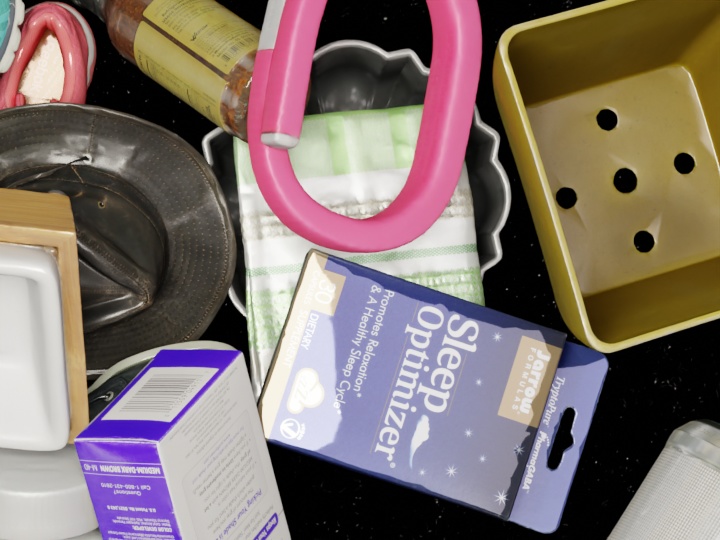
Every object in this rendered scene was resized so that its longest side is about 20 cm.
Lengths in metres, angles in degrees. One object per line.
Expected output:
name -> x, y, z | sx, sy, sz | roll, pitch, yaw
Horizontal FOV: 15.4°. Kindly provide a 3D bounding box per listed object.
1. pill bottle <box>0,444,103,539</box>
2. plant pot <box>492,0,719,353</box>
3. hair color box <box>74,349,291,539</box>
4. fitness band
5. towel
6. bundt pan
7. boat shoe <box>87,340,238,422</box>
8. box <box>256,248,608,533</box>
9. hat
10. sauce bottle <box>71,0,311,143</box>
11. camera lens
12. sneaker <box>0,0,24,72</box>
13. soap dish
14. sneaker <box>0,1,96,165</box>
pill bottle -> -0.197, 0.207, 1.581 | 0.109, 0.110, 0.200 | 3, 108, -3
plant pot -> 0.188, -0.065, 1.658 | 0.200, 0.176, 0.200 | -17, 88, -10
hair color box -> -0.096, 0.158, 1.575 | 0.065, 0.109, 0.200 | -1, 117, 28
fitness band -> 0.006, -0.111, 1.590 | 0.144, 0.037, 0.200 | 16, 81, -34
towel -> 0.000, 0.000, 1.651 | 0.149, 0.031, 0.200 | -5, 85, -6
bundt pan -> -0.007, -0.044, 1.700 | 0.202, 0.076, 0.202 | 0, 88, -3
boat shoe -> -0.159, 0.109, 1.644 | 0.199, 0.066, 0.075 | -19, 133, 0
box -> 0.044, 0.075, 1.618 | 0.200, 0.032, 0.121 | 18, 83, -4
hat -> -0.173, -0.006, 1.605 | 0.200, 0.081, 0.201 | -2, 110, -5
sauce bottle -> -0.113, -0.147, 1.659 | 0.066, 0.066, 0.200 | -48, 53, -4
camera lens -> 0.224, 0.206, 1.660 | 0.160, 0.160, 0.200 | 32, 86, -1
sneaker -> -0.261, -0.122, 1.578 | 0.077, 0.080, 0.200 | 16, 77, 22
soap dish -> -0.252, 0.019, 1.527 | 0.200, 0.081, 0.157 | 6, 130, 7
sneaker -> -0.211, -0.074, 1.654 | 0.074, 0.087, 0.200 | 8, 86, -4
